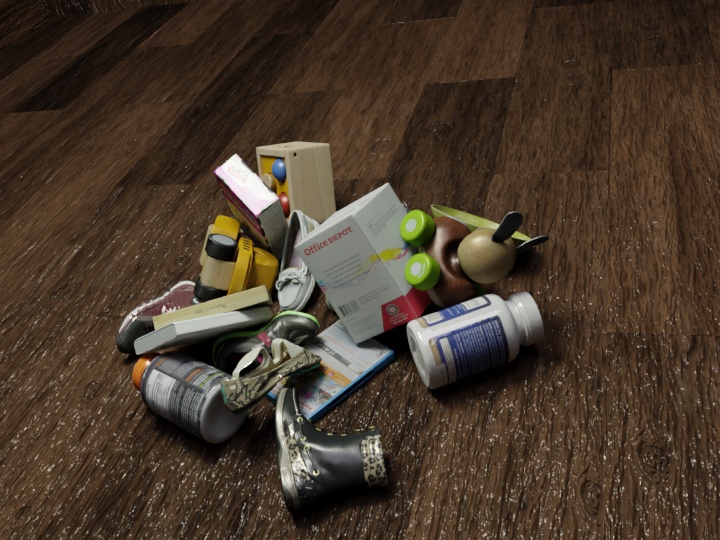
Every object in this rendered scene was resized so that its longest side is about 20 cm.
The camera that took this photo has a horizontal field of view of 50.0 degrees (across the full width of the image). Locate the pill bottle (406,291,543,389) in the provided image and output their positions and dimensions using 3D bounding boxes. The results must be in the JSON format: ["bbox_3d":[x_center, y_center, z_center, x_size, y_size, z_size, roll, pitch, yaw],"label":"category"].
[{"bbox_3d":[0.181,0.103,1.216,0.197,0.112,0.111,-18,36,-7],"label":"pill bottle"}]

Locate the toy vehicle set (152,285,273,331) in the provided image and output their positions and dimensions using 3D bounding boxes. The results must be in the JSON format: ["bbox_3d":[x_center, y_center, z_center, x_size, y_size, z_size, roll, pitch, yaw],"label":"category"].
[{"bbox_3d":[-0.253,0.073,1.353,0.197,0.027,0.124,-16,-7,-4],"label":"toy vehicle set"}]

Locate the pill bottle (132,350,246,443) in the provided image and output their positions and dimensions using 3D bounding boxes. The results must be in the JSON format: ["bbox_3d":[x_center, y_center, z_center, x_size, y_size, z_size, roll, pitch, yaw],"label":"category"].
[{"bbox_3d":[-0.283,0.195,1.250,0.198,0.107,0.106,17,46,36],"label":"pill bottle"}]

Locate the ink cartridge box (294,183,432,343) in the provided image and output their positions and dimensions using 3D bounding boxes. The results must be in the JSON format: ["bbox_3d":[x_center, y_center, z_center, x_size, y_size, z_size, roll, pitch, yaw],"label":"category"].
[{"bbox_3d":[0.019,-0.014,1.299,0.144,0.201,0.145,-25,13,38],"label":"ink cartridge box"}]

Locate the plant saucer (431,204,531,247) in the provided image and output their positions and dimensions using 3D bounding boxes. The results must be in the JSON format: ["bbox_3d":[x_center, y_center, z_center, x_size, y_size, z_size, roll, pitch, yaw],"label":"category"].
[{"bbox_3d":[0.221,-0.076,1.439,0.197,0.031,0.200,17,12,-4],"label":"plant saucer"}]

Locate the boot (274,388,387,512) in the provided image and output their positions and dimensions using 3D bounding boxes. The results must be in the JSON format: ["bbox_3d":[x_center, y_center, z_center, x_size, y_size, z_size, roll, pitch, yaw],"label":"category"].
[{"bbox_3d":[-0.045,0.248,1.132,0.151,0.074,0.205,-11,40,-1],"label":"boot"}]

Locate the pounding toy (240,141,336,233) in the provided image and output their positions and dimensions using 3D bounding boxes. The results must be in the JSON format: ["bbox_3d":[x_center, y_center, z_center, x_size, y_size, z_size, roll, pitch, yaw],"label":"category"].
[{"bbox_3d":[-0.163,-0.169,1.636,0.141,0.187,0.199,-13,16,-30],"label":"pounding toy"}]

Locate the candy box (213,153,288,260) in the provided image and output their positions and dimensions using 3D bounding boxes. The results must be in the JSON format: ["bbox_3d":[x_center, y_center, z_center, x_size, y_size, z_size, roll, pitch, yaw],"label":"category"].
[{"bbox_3d":[-0.203,-0.116,1.506,0.061,0.201,0.136,-39,69,-15],"label":"candy box"}]

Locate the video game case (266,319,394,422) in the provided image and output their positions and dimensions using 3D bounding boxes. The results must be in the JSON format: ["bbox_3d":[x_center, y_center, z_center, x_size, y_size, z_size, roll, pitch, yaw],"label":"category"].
[{"bbox_3d":[-0.060,0.166,1.292,0.199,0.018,0.142,-34,41,-26],"label":"video game case"}]

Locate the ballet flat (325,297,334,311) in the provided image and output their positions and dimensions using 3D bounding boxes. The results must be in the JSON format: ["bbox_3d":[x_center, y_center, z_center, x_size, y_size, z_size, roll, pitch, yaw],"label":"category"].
[{"bbox_3d":[0.000,0.000,1.457,0.067,0.063,0.200,10,42,30],"label":"ballet flat"}]

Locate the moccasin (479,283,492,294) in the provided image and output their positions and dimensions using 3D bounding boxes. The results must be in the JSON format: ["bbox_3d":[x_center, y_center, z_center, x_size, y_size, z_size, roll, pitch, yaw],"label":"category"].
[{"bbox_3d":[0.183,-0.018,1.407,0.073,0.079,0.202,-14,36,-5],"label":"moccasin"}]

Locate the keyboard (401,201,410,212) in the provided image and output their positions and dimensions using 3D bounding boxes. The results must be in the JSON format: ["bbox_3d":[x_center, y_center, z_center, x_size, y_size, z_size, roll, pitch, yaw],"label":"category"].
[{"bbox_3d":[0.085,-0.044,1.411,0.199,0.021,0.128,37,95,28],"label":"keyboard"}]

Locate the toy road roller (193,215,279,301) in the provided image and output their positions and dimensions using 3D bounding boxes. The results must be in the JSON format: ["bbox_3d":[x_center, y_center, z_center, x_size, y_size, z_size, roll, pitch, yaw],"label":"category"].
[{"bbox_3d":[-0.237,-0.011,1.501,0.144,0.124,0.200,15,18,-13],"label":"toy road roller"}]

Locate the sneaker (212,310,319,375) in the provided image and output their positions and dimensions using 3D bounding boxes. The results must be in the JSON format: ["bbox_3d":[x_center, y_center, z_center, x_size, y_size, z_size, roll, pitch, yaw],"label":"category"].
[{"bbox_3d":[-0.159,0.135,1.327,0.198,0.077,0.084,-23,41,8],"label":"sneaker"}]

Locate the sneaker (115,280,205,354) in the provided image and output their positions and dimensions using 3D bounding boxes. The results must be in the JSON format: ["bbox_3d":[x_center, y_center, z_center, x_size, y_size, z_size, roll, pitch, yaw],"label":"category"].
[{"bbox_3d":[-0.350,0.095,1.437,0.114,0.076,0.200,19,46,33],"label":"sneaker"}]

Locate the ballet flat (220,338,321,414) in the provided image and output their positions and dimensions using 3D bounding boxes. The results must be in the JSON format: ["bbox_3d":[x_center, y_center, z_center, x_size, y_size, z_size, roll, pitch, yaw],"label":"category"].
[{"bbox_3d":[-0.139,0.151,1.213,0.067,0.076,0.199,-12,10,45],"label":"ballet flat"}]

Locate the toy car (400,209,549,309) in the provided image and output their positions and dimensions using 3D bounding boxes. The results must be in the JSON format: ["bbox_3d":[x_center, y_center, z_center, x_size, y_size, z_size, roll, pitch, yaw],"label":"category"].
[{"bbox_3d":[0.191,-0.038,1.234,0.199,0.163,0.160,-26,55,35],"label":"toy car"}]

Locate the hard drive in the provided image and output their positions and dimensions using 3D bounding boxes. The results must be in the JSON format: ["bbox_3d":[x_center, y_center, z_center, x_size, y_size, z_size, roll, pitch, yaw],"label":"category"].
[{"bbox_3d":[-0.266,0.100,1.317,0.131,0.027,0.199,-23,-10,41],"label":"hard drive"}]

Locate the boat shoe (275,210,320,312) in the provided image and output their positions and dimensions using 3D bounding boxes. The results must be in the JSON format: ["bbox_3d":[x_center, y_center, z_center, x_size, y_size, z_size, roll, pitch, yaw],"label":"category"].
[{"bbox_3d":[-0.124,-0.014,1.466,0.074,0.065,0.205,-7,60,37],"label":"boat shoe"}]
